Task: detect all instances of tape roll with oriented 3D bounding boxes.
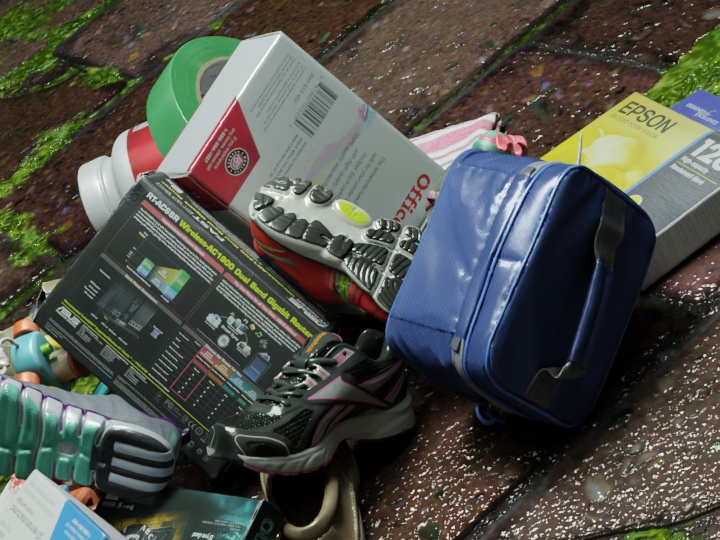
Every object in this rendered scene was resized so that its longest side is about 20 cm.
[{"bbox_3d":[-0.095,-0.122,1.821,0.048,0.200,0.201,-49,16,35],"label":"tape roll"}]

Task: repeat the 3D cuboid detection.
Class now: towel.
[{"bbox_3d":[0.049,-0.071,1.819,0.145,0.030,0.201,-15,33,23],"label":"towel"}]

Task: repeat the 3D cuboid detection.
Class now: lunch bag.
[{"bbox_3d":[0.122,0.019,1.483,0.132,0.135,0.201,10,75,49],"label":"lunch bag"}]

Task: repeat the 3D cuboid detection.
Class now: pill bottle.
[{"bbox_3d":[-0.168,-0.100,1.964,0.199,0.113,0.113,-22,31,13],"label":"pill bottle"}]

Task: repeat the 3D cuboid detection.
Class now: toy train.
[{"bbox_3d":[-0.232,0.131,1.621,0.055,0.201,0.150,-20,6,12],"label":"toy train"}]

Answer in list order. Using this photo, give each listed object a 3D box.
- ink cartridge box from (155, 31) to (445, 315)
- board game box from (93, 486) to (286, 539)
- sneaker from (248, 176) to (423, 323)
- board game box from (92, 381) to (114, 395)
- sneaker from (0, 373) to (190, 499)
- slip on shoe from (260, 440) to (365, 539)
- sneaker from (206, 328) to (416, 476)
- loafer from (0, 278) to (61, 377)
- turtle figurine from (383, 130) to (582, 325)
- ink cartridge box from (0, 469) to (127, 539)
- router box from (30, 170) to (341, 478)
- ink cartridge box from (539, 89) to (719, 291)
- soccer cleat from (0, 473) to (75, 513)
[{"bbox_3d":[-0.046,-0.077,1.681,0.146,0.200,0.083,-57,23,-15],"label":"ink cartridge box"},{"bbox_3d":[-0.152,0.225,1.489,0.199,0.028,0.136,0,57,50],"label":"board game box"},{"bbox_3d":[0.000,0.000,1.582,0.199,0.085,0.077,33,59,14],"label":"sneaker"},{"bbox_3d":[-0.170,0.043,1.760,0.135,0.028,0.201,-44,16,40],"label":"board game box"},{"bbox_3d":[-0.231,0.120,1.550,0.199,0.075,0.088,19,17,6],"label":"sneaker"},{"bbox_3d":[-0.042,0.161,1.514,0.076,0.061,0.200,-25,30,7],"label":"slip on shoe"},{"bbox_3d":[-0.039,0.091,1.505,0.080,0.087,0.199,8,16,36],"label":"sneaker"},{"bbox_3d":[-0.263,0.030,1.868,0.200,0.067,0.076,-45,-2,-24],"label":"loafer"},{"bbox_3d":[0.093,-0.037,1.627,0.149,0.100,0.201,7,68,52],"label":"turtle figurine"},{"bbox_3d":[-0.242,0.265,1.451,0.201,0.084,0.146,-53,33,-8],"label":"ink cartridge box"},{"bbox_3d":[-0.138,0.041,1.600,0.150,0.200,0.062,-50,-3,12],"label":"router box"},{"bbox_3d":[0.248,-0.084,1.658,0.200,0.047,0.198,-37,30,-9],"label":"ink cartridge box"},{"bbox_3d":[-0.285,0.219,1.629,0.085,0.069,0.201,-15,37,15],"label":"soccer cleat"}]
